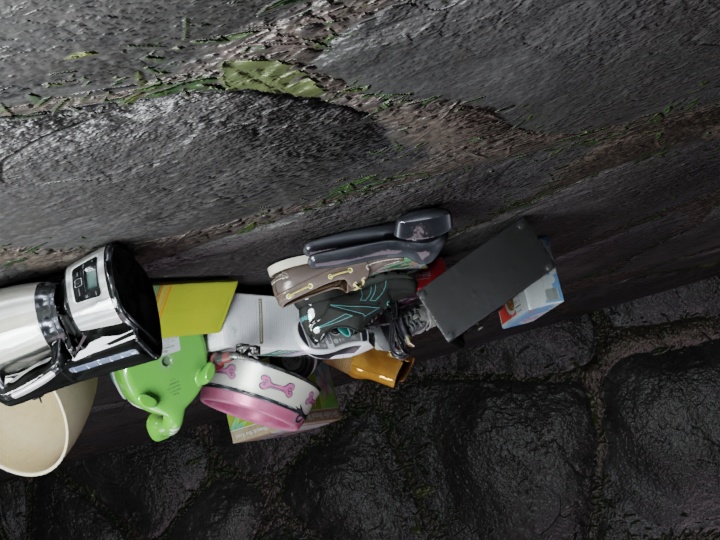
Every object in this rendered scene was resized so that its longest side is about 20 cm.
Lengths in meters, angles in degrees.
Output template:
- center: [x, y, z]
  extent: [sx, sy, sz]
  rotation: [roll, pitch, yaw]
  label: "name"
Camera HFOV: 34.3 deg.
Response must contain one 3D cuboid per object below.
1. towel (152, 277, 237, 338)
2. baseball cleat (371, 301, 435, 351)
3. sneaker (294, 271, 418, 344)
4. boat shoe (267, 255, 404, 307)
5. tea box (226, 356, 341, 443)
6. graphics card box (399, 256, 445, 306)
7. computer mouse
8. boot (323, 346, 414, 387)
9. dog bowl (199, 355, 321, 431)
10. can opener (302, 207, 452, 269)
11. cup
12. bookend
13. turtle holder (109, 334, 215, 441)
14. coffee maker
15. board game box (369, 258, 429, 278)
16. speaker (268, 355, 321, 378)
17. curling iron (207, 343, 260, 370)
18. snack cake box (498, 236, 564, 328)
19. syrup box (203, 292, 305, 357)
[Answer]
- center: [-0.248, 0.051, 1.545]
  extent: [0.198, 0.018, 0.087]
  rotation: [-3, 122, -51]
  label: "towel"
- center: [0.073, 0.081, 1.926]
  extent: [0.105, 0.071, 0.200]
  rotation: [-25, 179, 16]
  label: "baseball cleat"
- center: [-0.002, 0.054, 1.721]
  extent: [0.197, 0.081, 0.075]
  rotation: [-12, 169, -22]
  label: "sneaker"
- center: [-0.028, 0.003, 1.615]
  extent: [0.196, 0.061, 0.072]
  rotation: [-12, 169, -16]
  label: "boat shoe"
- center: [-0.151, 0.196, 2.103]
  extent: [0.132, 0.200, 0.199]
  rotation: [-18, 170, 22]
  label: "tea box"
- center: [0.038, 0.033, 1.911]
  extent: [0.124, 0.052, 0.199]
  rotation: [-8, 169, -36]
  label: "graphics card box"
- center: [-0.017, 0.095, 1.751]
  extent: [0.197, 0.111, 0.044]
  rotation: [-5, 146, -28]
  label: "computer mouse"
- center: [0.027, 0.130, 2.013]
  extent: [0.142, 0.072, 0.202]
  rotation: [19, -148, 7]
  label: "boot"
- center: [-0.165, 0.193, 1.829]
  extent: [0.197, 0.075, 0.200]
  rotation: [16, 166, 4]
  label: "dog bowl"
- center: [0.022, -0.039, 1.508]
  extent: [0.196, 0.080, 0.064]
  rotation: [-11, -151, -5]
  label: "can opener"
- center: [-0.423, 0.144, 1.525]
  extent: [0.198, 0.203, 0.143]
  rotation: [-20, -166, 32]
  label: "cup"
- center: [0.201, 0.026, 1.819]
  extent: [0.197, 0.093, 0.200]
  rotation: [-35, 168, 4]
  label: "bookend"
- center: [-0.285, 0.135, 1.649]
  extent: [0.141, 0.187, 0.131]
  rotation: [-47, -151, -24]
  label: "turtle holder"
- center: [-0.328, 0.063, 1.311]
  extent: [0.197, 0.137, 0.192]
  rotation: [-17, 173, 5]
  label: "coffee maker"
- center: [0.000, 0.000, 1.733]
  extent: [0.196, 0.030, 0.135]
  rotation: [-15, 169, 5]
  label: "board game box"
- center: [-0.092, 0.124, 1.982]
  extent: [0.080, 0.083, 0.200]
  rotation: [-17, -173, 14]
  label: "speaker"
- center: [-0.195, 0.129, 1.665]
  extent: [0.049, 0.026, 0.199]
  rotation: [6, 166, -27]
  label: "curling iron"
- center: [0.285, 0.024, 2.028]
  extent: [0.066, 0.117, 0.200]
  rotation: [-13, 170, -9]
  label: "snack cake box"
- center: [-0.148, 0.083, 1.731]
  extent: [0.198, 0.083, 0.078]
  rotation: [8, 166, -44]
  label: "syrup box"
